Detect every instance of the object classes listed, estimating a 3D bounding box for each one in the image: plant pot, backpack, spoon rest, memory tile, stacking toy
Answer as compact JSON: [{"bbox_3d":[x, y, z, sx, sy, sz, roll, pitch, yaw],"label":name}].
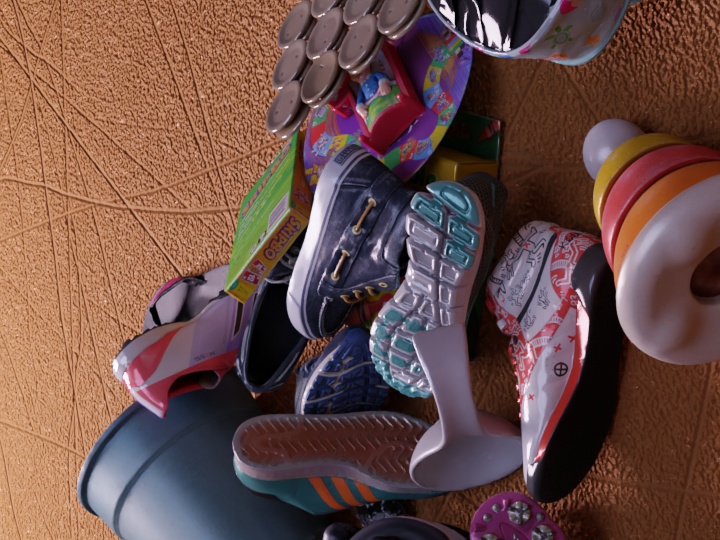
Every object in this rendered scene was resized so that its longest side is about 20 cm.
[{"bbox_3d":[-0.129,0.228,1.454,0.196,0.199,0.201,47,129,26],"label":"plant pot"},{"bbox_3d":[0.133,-0.247,1.075,0.177,0.149,0.202,42,118,43],"label":"backpack"},{"bbox_3d":[0.077,0.121,1.188,0.201,0.098,0.061,71,-174,-52],"label":"spoon rest"},{"bbox_3d":[-0.010,-0.208,1.295,0.199,0.017,0.155,-36,37,38],"label":"memory tile"},{"bbox_3d":[0.206,-0.048,1.055,0.201,0.144,0.147,-117,40,-50],"label":"stacking toy"}]

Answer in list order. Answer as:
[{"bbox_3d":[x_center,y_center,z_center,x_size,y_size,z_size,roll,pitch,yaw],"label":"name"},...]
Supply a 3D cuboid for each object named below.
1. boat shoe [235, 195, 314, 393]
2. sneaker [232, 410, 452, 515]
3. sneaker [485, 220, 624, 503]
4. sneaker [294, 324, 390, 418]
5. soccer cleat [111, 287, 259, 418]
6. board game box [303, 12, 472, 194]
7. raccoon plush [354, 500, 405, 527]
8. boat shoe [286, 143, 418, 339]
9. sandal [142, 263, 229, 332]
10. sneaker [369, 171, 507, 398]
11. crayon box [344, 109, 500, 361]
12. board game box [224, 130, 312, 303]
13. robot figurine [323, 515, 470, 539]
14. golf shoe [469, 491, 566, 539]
[{"bbox_3d":[-0.056,0.014,1.369,0.202,0.074,0.062,-62,3,4],"label":"boat shoe"},{"bbox_3d":[-0.009,0.167,1.321,0.080,0.197,0.072,89,-173,-54],"label":"sneaker"},{"bbox_3d":[0.139,0.064,1.179,0.108,0.067,0.204,28,113,47],"label":"sneaker"},{"bbox_3d":[-0.029,0.103,1.368,0.201,0.076,0.086,108,151,-49],"label":"sneaker"},{"bbox_3d":[-0.130,0.067,1.422,0.073,0.199,0.069,48,143,20],"label":"soccer cleat"},{"bbox_3d":[0.006,-0.146,1.280,0.199,0.039,0.160,-2,65,51],"label":"board game box"},{"bbox_3d":[-0.019,0.268,1.341,0.097,0.133,0.202,-38,70,49],"label":"raccoon plush"},{"bbox_3d":[0.000,0.000,1.256,0.091,0.071,0.202,35,138,22],"label":"boat shoe"},{"bbox_3d":[-0.179,0.037,1.591,0.199,0.045,0.076,-25,76,50],"label":"sandal"},{"bbox_3d":[0.069,0.010,1.199,0.077,0.091,0.202,31,126,17],"label":"sneaker"},{"bbox_3d":[0.049,-0.036,1.290,0.126,0.050,0.203,21,111,49],"label":"crayon box"},{"bbox_3d":[-0.077,-0.054,1.371,0.096,0.030,0.201,-50,18,20],"label":"board game box"},{"bbox_3d":[0.048,0.260,1.215,0.123,0.200,0.152,-19,70,18],"label":"robot figurine"},{"bbox_3d":[0.160,0.255,1.186,0.201,0.075,0.092,56,179,10],"label":"golf shoe"}]
